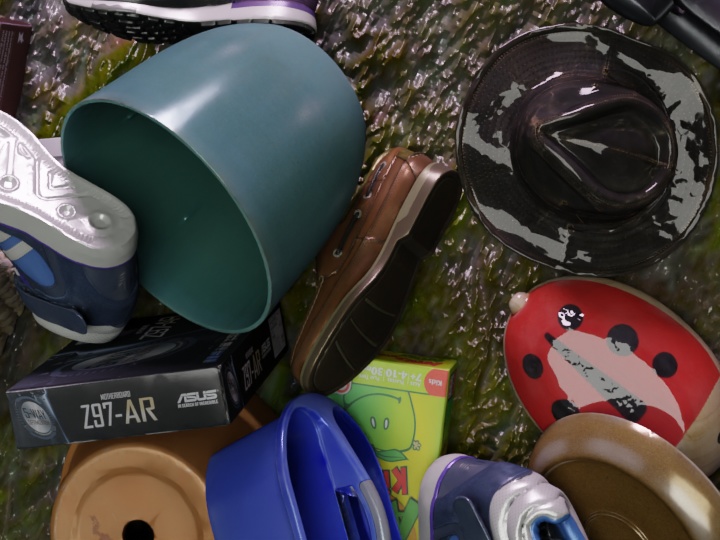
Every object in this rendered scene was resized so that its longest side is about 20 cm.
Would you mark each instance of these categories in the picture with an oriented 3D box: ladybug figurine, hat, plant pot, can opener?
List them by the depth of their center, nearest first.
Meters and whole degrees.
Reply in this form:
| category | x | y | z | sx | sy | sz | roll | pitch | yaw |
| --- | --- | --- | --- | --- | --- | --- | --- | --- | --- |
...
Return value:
| category | x | y | z | sx | sy | sz | roll | pitch | yaw |
| --- | --- | --- | --- | --- | --- | --- | --- | --- | --- |
| hat | 0.167 | -0.086 | 1.207 | 0.198 | 0.081 | 0.203 | 0 | 95 | 1 |
| plant pot | -0.090 | -0.083 | 1.207 | 0.201 | 0.201 | 0.161 | 44 | 59 | 3 |
| plant pot | 0.194 | 0.197 | 1.207 | 0.199 | 0.027 | 0.202 | 29 | 136 | 32 |
| can opener | 0.242 | -0.182 | 1.210 | 0.199 | 0.063 | 0.079 | 35 | 74 | -4 |
| ladybug figurine | 0.189 | 0.085 | 1.237 | 0.199 | 0.072 | 0.136 | 36 | 101 | 5 |
| plant pot | -0.149 | 0.187 | 1.277 | 0.197 | 0.140 | 0.203 | 1 | 97 | 9 |

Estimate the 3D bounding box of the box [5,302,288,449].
| category | x | y | z | sx | sy | sz | roll | pitch | yaw |
| --- | --- | --- | --- | --- | --- | --- | --- | --- | --- |
| box | -0.151 | 0.074 | 1.233 | 0.158 | 0.200 | 0.044 | -7 | 101 | 12 |

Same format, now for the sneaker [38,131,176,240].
| category | x | y | z | sx | sy | sz | roll | pitch | yaw |
| --- | --- | --- | --- | --- | --- | --- | --- | --- | --- |
| sneaker | -0.239 | -0.044 | 1.302 | 0.197 | 0.074 | 0.117 | -4 | 92 | 9 |

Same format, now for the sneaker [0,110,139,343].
| category | x | y | z | sx | sy | sz | roll | pitch | yaw |
| --- | --- | --- | --- | --- | --- | --- | --- | --- | --- |
| sneaker | -0.250 | -0.022 | 1.233 | 0.199 | 0.081 | 0.147 | 32 | 140 | 12 |

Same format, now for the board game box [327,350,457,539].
| category | x | y | z | sx | sy | sz | roll | pitch | yaw |
| --- | --- | --- | --- | --- | --- | --- | --- | --- | --- |
| board game box | 0.012 | 0.165 | 1.291 | 0.100 | 0.048 | 0.203 | 7 | 97 | 9 |

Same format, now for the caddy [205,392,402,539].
| category | x | y | z | sx | sy | sz | roll | pitch | yaw |
| --- | --- | --- | --- | --- | --- | --- | --- | --- | --- |
| caddy | -0.025 | 0.190 | 1.193 | 0.104 | 0.141 | 0.202 | -23 | 76 | 27 |

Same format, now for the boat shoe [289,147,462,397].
| category | x | y | z | sx | sy | sz | roll | pitch | yaw |
| --- | --- | --- | --- | --- | --- | --- | --- | --- | --- |
| boat shoe | 0.000 | 0.000 | 1.254 | 0.068 | 0.072 | 0.201 | 26 | 75 | 31 |

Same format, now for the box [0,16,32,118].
| category | x | y | z | sx | sy | sz | roll | pitch | yaw |
| --- | --- | --- | --- | --- | --- | --- | --- | --- | --- |
| box | -0.369 | -0.168 | 1.316 | 0.198 | 0.075 | 0.101 | 14 | 98 | 7 |

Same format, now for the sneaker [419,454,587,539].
| category | x | y | z | sx | sy | sz | roll | pitch | yaw |
| --- | --- | --- | --- | --- | --- | --- | --- | --- | --- |
| sneaker | 0.112 | 0.239 | 1.214 | 0.146 | 0.080 | 0.203 | 14 | 113 | 50 |

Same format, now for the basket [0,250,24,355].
| category | x | y | z | sx | sy | sz | roll | pitch | yaw |
| --- | --- | --- | --- | --- | --- | --- | --- | --- | --- |
| basket | -0.371 | 0.039 | 1.273 | 0.160 | 0.200 | 0.200 | 29 | 101 | 4 |

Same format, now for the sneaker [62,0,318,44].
| category | x | y | z | sx | sy | sz | roll | pitch | yaw |
| --- | --- | --- | --- | --- | --- | --- | --- | --- | --- |
| sneaker | -0.127 | -0.223 | 1.275 | 0.197 | 0.076 | 0.089 | 3 | 82 | 6 |
